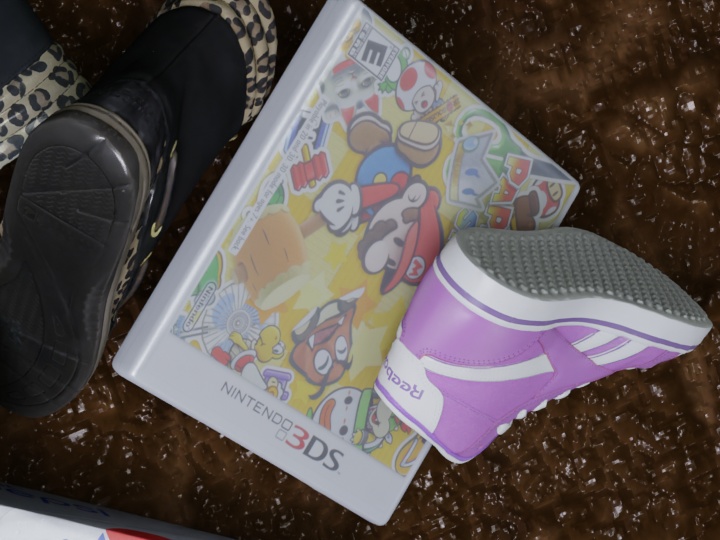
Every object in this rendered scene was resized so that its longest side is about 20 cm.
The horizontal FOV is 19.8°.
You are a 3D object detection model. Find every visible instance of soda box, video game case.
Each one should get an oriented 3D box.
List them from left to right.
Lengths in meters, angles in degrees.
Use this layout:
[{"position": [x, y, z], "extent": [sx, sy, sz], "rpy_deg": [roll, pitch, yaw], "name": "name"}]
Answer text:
[{"position": [-0.110, 0.149, 0.966], "extent": [0.199, 0.068, 0.064], "rpy_deg": [17, 90, -19], "name": "soda box"}, {"position": [0.000, 0.000, 0.981], "extent": [0.182, 0.023, 0.201], "rpy_deg": [35, 83, -39], "name": "video game case"}]

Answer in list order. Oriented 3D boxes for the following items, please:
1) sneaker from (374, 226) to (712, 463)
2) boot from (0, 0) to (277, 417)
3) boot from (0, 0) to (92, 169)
[{"position": [0.083, 0.041, 1.011], "extent": [0.200, 0.073, 0.115], "rpy_deg": [7, 121, -45], "name": "sneaker"}, {"position": [-0.110, -0.035, 0.928], "extent": [0.073, 0.200, 0.151], "rpy_deg": [31, 47, 4], "name": "boot"}, {"position": [-0.231, -0.088, 0.900], "extent": [0.203, 0.073, 0.154], "rpy_deg": [-35, 109, -9], "name": "boot"}]
